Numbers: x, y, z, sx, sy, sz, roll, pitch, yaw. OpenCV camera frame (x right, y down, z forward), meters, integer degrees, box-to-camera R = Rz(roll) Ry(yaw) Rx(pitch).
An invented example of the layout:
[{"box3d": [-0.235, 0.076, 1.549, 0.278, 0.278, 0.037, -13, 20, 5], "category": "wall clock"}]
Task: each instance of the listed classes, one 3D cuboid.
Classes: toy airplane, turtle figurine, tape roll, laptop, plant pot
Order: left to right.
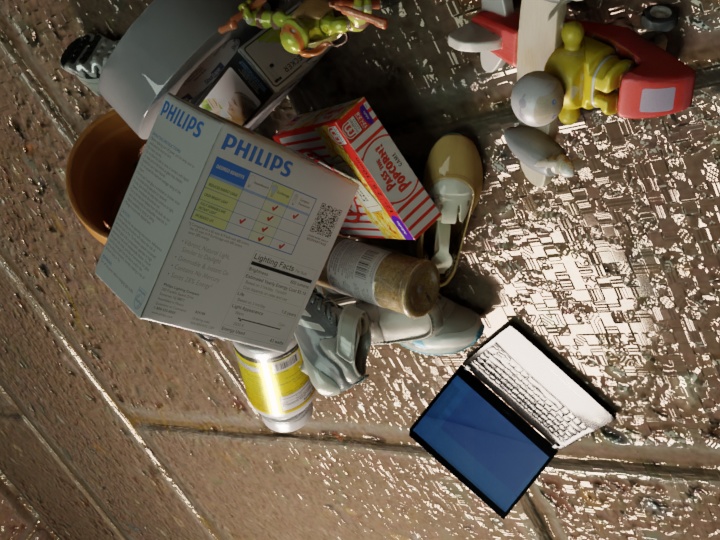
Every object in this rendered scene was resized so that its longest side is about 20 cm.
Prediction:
[{"box3d": [-0.280, -0.101, 1.245, 0.198, 0.202, 0.141, 33, 160, 9], "category": "plant pot"}, {"box3d": [-0.187, -0.235, 0.998, 0.066, 0.200, 0.200, 44, 143, -2], "category": "tape roll"}, {"box3d": [-0.026, -0.246, 0.879, 0.197, 0.162, 0.065, 6, 133, 36], "category": "turtle figurine"}, {"box3d": [0.188, 0.196, 1.186, 0.176, 0.104, 0.200, 40, 143, -1], "category": "laptop"}, {"box3d": [0.160, -0.179, 0.801, 0.201, 0.142, 0.198, 48, 143, -11], "category": "toy airplane"}]

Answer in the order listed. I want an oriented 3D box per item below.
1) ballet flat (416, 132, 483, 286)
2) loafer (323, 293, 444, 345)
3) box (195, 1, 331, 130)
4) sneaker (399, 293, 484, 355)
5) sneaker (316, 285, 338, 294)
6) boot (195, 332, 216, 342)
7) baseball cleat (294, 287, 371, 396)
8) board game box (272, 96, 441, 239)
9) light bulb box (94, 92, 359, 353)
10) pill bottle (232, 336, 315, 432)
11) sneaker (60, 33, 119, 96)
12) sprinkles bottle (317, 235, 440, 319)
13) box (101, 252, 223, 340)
[{"box3d": [0.099, -0.059, 1.035, 0.067, 0.064, 0.202, 3, 139, 2], "category": "ballet flat"}, {"box3d": [0.009, 0.063, 1.128, 0.197, 0.069, 0.071, -4, 108, 37], "category": "loafer"}, {"box3d": [-0.124, -0.203, 1.050, 0.060, 0.117, 0.199, 48, 144, -8], "category": "box"}, {"box3d": [0.062, 0.041, 1.167, 0.196, 0.077, 0.082, 18, 133, 23], "category": "sneaker"}, {"box3d": [-0.063, 0.058, 1.277, 0.197, 0.092, 0.077, 12, 136, 33], "category": "sneaker"}, {"box3d": [-0.195, -0.018, 1.134, 0.130, 0.070, 0.203, -25, 95, 21], "category": "boot"}, {"box3d": [-0.049, 0.042, 1.089, 0.105, 0.070, 0.203, -26, 92, 27], "category": "baseball cleat"}, {"box3d": [-0.009, -0.109, 1.046, 0.153, 0.046, 0.199, 54, 163, -17], "category": "board game box"}, {"box3d": [-0.137, -0.045, 0.967, 0.196, 0.203, 0.124, 19, -171, -45], "category": "light bulb box"}, {"box3d": [-0.126, 0.148, 1.406, 0.111, 0.113, 0.203, 18, 138, 26], "category": "pill bottle"}, {"box3d": [-0.294, -0.253, 1.197, 0.197, 0.076, 0.082, 16, 151, 32], "category": "sneaker"}, {"box3d": [0.000, 0.000, 1.094, 0.198, 0.068, 0.069, 18, 139, 41], "category": "sprinkles bottle"}, {"box3d": [-0.301, 0.028, 1.469, 0.197, 0.040, 0.138, 25, 160, 20], "category": "box"}]
